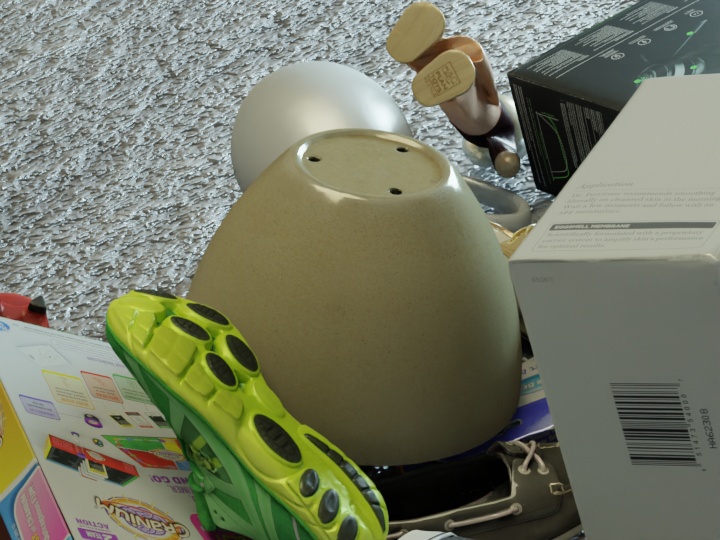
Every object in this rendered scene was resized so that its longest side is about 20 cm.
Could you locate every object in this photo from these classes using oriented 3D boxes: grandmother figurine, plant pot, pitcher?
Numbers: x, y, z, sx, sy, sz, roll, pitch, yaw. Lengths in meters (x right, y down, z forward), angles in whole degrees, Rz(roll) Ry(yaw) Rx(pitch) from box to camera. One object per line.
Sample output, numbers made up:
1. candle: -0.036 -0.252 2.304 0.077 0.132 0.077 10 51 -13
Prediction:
1. grandmother figurine: 0.077 -0.112 1.913 0.060 0.122 0.200 -25 -17 11
2. plant pot: 0.000 0.000 1.588 0.199 0.135 0.201 6 27 -3
3. pitcher: 0.010 -0.064 1.915 0.171 0.122 0.200 3 22 -24

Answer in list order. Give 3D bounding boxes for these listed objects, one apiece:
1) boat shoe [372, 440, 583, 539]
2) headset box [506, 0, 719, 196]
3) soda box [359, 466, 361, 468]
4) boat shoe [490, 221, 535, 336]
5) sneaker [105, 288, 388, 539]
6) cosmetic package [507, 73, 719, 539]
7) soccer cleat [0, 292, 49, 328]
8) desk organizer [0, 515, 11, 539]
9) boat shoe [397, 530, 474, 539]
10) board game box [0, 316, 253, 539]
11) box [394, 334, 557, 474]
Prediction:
1. boat shoe: 0.056 0.127 1.550 0.199 0.057 0.067 -21 26 -5
2. headset box: 0.228 -0.108 1.865 0.174 0.093 0.200 -30 28 -25
3. soda box: -0.043 0.056 1.704 0.068 0.064 0.200 19 24 -19
4. boat shoe: 0.118 0.005 1.660 0.073 0.070 0.200 -4 26 -33
5. sneaker: -0.074 0.094 1.503 0.074 0.200 0.084 -22 -24 -54
6. cosmetic package: 0.188 0.028 1.496 0.122 0.200 0.200 0 30 31
7. soccer cleat: -0.230 0.103 1.781 0.068 0.085 0.201 9 49 -9
8. desk organizer: -0.151 0.104 1.703 0.072 0.077 0.200 35 32 19
9. boat shoe: 0.017 0.196 1.431 0.067 0.072 0.200 0 23 35
10. board game box: -0.135 0.111 1.554 0.152 0.040 0.200 16 28 -37
11. box: 0.062 0.069 1.685 0.118 0.042 0.200 -20 28 -5
